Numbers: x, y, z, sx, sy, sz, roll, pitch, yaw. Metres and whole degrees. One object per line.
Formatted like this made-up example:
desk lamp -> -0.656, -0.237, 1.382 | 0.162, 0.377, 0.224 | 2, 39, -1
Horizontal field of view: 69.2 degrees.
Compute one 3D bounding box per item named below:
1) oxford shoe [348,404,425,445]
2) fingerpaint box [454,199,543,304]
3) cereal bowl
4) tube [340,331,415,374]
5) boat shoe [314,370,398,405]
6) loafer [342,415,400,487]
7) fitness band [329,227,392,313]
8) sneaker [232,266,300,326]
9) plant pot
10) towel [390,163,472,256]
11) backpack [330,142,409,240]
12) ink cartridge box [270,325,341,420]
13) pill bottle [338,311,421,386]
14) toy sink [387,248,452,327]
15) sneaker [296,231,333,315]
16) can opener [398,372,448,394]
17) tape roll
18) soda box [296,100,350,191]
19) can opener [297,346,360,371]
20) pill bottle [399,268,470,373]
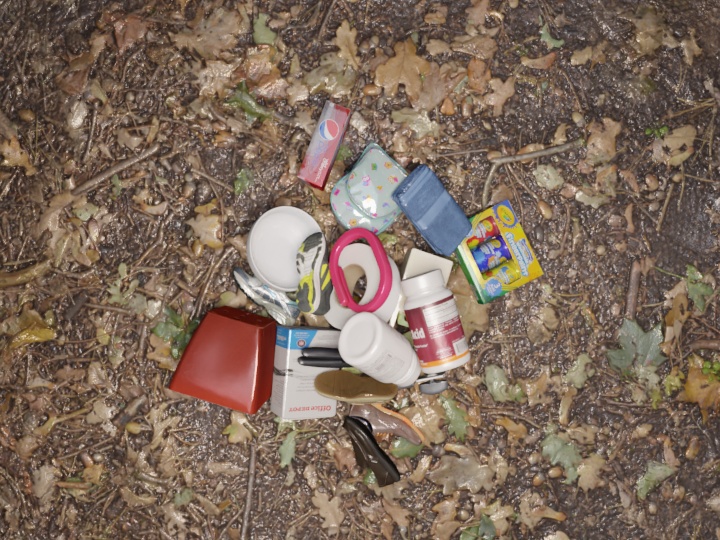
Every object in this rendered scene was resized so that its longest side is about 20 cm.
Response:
oxford shoe -> 0.062, 0.375, 1.259 | 0.197, 0.072, 0.074 | 30, 62, 8
fingerpaint box -> 0.325, -0.044, 1.280 | 0.164, 0.073, 0.203 | -25, 89, -1
cereal bowl -> -0.185, -0.047, 1.253 | 0.196, 0.083, 0.205 | 6, 78, -30
tube -> 0.045, 0.214, 1.287 | 0.195, 0.052, 0.059 | -16, 124, -5
boat shoe -> -0.013, 0.282, 1.210 | 0.195, 0.065, 0.072 | 9, 48, -10
loafer -> 0.015, 0.445, 1.264 | 0.071, 0.073, 0.201 | -38, 88, -1
fitness band -> 0.000, 0.000, 1.162 | 0.143, 0.037, 0.203 | -37, 56, 24
sneaker -> -0.226, 0.051, 1.281 | 0.199, 0.078, 0.087 | 41, 76, -6
plant pot -> -0.288, 0.189, 1.192 | 0.195, 0.200, 0.180 | 16, 93, 3
towel -> 0.166, -0.136, 1.193 | 0.112, 0.048, 0.200 | -45, 112, -5
backpack -> 0.024, -0.178, 1.245 | 0.175, 0.153, 0.201 | 42, 92, -5
ink cartridge box -> -0.129, 0.238, 1.235 | 0.143, 0.084, 0.205 | 7, 88, -33
pill bottle -> 0.050, 0.181, 1.140 | 0.113, 0.199, 0.117 | -20, 52, 28
toy sink -> 0.138, 0.063, 1.248 | 0.110, 0.130, 0.204 | 18, 87, -1
sneaker -> -0.103, 0.011, 1.215 | 0.073, 0.084, 0.205 | -7, 66, 29
can opener -> 0.117, 0.286, 1.280 | 0.195, 0.053, 0.069 | -12, 90, 1
tape roll -> -0.004, 0.044, 1.220 | 0.199, 0.070, 0.207 | -14, 68, 38
soda box -> -0.088, -0.306, 1.288 | 0.069, 0.063, 0.204 | 21, 89, 1
can opener -> -0.053, 0.200, 1.206 | 0.196, 0.079, 0.065 | -2, 122, -29
pill bottle -> 0.157, 0.107, 1.127 | 0.112, 0.114, 0.205 | -17, 89, -1
